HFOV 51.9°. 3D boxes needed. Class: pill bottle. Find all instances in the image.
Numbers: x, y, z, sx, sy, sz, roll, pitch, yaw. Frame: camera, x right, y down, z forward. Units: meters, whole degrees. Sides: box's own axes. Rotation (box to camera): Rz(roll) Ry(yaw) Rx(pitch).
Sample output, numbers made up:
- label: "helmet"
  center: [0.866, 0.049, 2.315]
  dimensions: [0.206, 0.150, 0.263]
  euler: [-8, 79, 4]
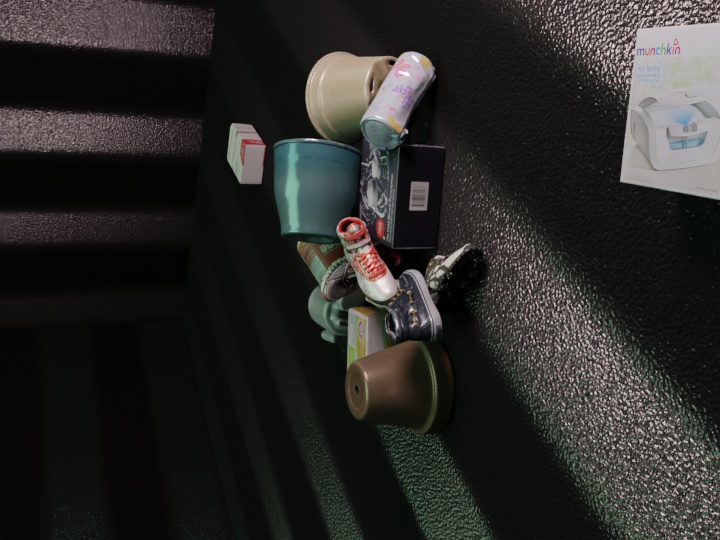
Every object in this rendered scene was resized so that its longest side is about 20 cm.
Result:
- label: "pill bottle"
  center: [-0.058, -0.011, 1.738]
  dimensions: [0.201, 0.111, 0.113]
  euler: [54, 141, 31]

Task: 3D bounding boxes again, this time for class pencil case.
- label: "pencil case"
  center: [0.074, -0.326, 1.418]
  dimensions: [0.089, 0.084, 0.202]
  euler: [8, 57, 30]

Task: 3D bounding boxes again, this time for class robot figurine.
- label: "robot figurine"
  center: [-0.062, 0.094, 1.835]
  dimensions: [0.199, 0.111, 0.173]
  euler: [23, 97, 64]

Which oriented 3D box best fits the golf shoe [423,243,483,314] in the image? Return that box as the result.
- label: "golf shoe"
  center: [0.158, -0.001, 1.368]
  dimensions: [0.201, 0.076, 0.096]
  euler: [120, 141, -49]

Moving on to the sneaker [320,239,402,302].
- label: "sneaker"
  center: [0.000, 0.000, 1.605]
  dimensions: [0.081, 0.199, 0.075]
  euler: [56, 176, -38]

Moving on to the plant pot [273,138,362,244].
- label: "plant pot"
  center: [-0.098, -0.159, 1.579]
  dimensions: [0.199, 0.196, 0.192]
  euler: [172, 105, -66]

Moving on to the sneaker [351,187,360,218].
- label: "sneaker"
  center: [0.000, -0.123, 1.729]
  dimensions: [0.200, 0.072, 0.121]
  euler: [168, 97, -67]

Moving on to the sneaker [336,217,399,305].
- label: "sneaker"
  center: [0.009, -0.024, 1.485]
  dimensions: [0.202, 0.066, 0.109]
  euler: [58, 172, 47]

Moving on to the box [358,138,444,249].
- label: "box"
  center: [0.077, -0.160, 1.508]
  dimensions: [0.182, 0.102, 0.205]
  euler: [-150, 62, -64]

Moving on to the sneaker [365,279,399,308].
- label: "sneaker"
  center: [0.079, 0.055, 1.548]
  dimensions: [0.199, 0.079, 0.078]
  euler: [174, 95, -65]

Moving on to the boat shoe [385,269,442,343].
- label: "boat shoe"
  center: [0.082, 0.062, 1.375]
  dimensions: [0.201, 0.089, 0.072]
  euler: [-113, 21, -59]

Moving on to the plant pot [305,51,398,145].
- label: "plant pot"
  center: [0.013, -0.371, 1.569]
  dimensions: [0.182, 0.197, 0.205]
  euler: [8, 100, 54]

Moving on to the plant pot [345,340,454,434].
- label: "plant pot"
  center: [0.068, 0.230, 1.475]
  dimensions: [0.199, 0.171, 0.205]
  euler: [179, 90, -66]

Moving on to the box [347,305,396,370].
- label: "box"
  center: [0.036, 0.188, 1.631]
  dimensions: [0.112, 0.099, 0.205]
  euler: [-164, 73, -65]

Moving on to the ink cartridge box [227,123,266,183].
- label: "ink cartridge box"
  center: [-0.406, -0.416, 2.629]
  dimensions: [0.201, 0.081, 0.149]
  euler: [-125, 40, -50]

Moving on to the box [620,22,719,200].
- label: "box"
  center: [0.392, -0.171, 0.795]
  dimensions: [0.200, 0.095, 0.180]
  euler: [-147, 56, -63]
